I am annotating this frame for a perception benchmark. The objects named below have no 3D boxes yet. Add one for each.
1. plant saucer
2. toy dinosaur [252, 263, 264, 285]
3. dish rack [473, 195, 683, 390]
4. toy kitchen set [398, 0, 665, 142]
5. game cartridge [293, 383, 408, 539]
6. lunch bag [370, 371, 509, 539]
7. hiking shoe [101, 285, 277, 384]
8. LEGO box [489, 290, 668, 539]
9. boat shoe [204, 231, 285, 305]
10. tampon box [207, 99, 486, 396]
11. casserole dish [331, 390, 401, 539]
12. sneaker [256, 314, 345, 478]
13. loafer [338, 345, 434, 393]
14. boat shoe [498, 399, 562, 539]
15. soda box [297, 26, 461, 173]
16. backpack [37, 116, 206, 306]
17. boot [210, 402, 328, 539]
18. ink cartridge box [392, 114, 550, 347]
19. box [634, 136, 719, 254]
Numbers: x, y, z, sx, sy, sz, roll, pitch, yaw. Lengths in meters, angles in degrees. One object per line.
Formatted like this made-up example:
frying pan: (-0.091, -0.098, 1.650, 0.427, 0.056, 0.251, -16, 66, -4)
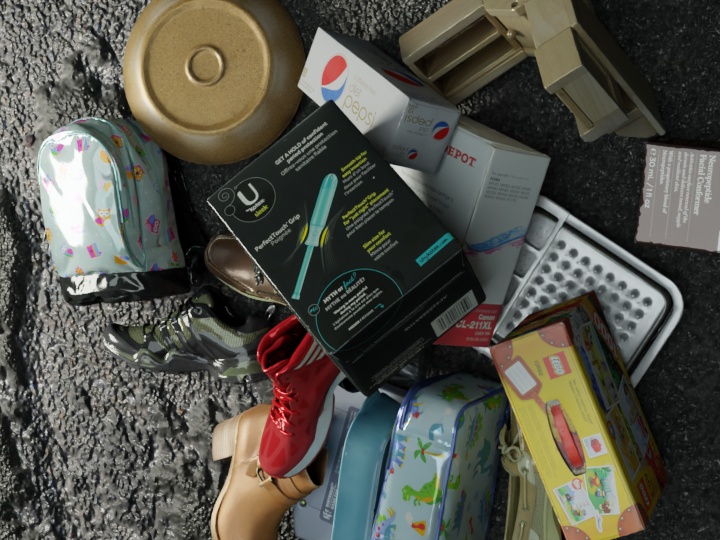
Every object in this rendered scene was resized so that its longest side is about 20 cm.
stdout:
plant saucer: (-0.158, -0.212, 1.520, 0.199, 0.035, 0.201, 0, 91, 9)
toy dinosaur: (-0.073, -0.032, 1.485, 0.048, 0.088, 0.201, 110, 143, -50)
dish rack: (0.205, 0.036, 1.449, 0.200, 0.044, 0.172, 35, 109, 12)
toy kitchen set: (0.164, -0.161, 1.373, 0.180, 0.201, 0.163, -32, 129, 23)
game cartridge: (-0.001, 0.211, 1.566, 0.133, 0.041, 0.201, 19, 106, 13)
lunch bag: (0.085, 0.206, 1.466, 0.082, 0.161, 0.201, 16, 104, 27)
hiking shoe: (-0.185, 0.063, 1.596, 0.199, 0.076, 0.101, 7, 94, 10)
LEGO box: (0.208, 0.136, 1.365, 0.077, 0.149, 0.201, -21, 93, 23)
boat shoe: (-0.077, 0.002, 1.527, 0.201, 0.075, 0.075, 17, 89, 14)
tampon box: (-0.011, -0.019, 1.313, 0.150, 0.126, 0.200, -38, 64, -3)
casserole dish: (0.013, 0.219, 1.473, 0.039, 0.121, 0.201, 13, 110, 18)
sneaker: (-0.077, 0.117, 1.435, 0.078, 0.115, 0.201, 35, 108, 37)
loafer: (-0.015, 0.090, 1.498, 0.200, 0.068, 0.071, -6, 63, 35)
boat shoe: (0.163, 0.215, 1.469, 0.063, 0.073, 0.202, -9, 112, -1)
soda box: (0.014, -0.168, 1.415, 0.200, 0.063, 0.068, 46, 120, 51)
backpack: (-0.266, -0.066, 1.566, 0.166, 0.126, 0.201, -5, 95, 25)
boot: (-0.089, 0.241, 1.548, 0.154, 0.073, 0.201, -18, 81, 45)
ink cartridge box: (0.086, -0.045, 1.421, 0.146, 0.083, 0.201, 34, 112, 49)
box: (0.362, -0.064, 1.356, 0.199, 0.075, 0.101, 7, 102, 18)
